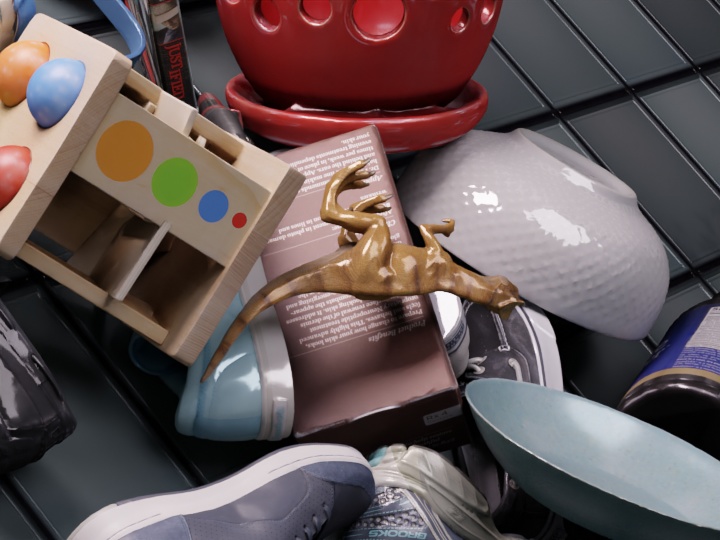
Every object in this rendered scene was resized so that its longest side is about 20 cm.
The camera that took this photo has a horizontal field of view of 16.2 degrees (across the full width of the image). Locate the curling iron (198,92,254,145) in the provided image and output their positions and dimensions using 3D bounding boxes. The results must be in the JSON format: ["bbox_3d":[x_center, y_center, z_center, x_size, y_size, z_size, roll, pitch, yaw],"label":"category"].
[{"bbox_3d":[-0.081,-0.086,1.578,0.050,0.026,0.200,49,-2,-9],"label":"curling iron"}]

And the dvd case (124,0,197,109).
[{"bbox_3d":[-0.129,-0.159,1.573,0.022,0.200,0.146,-16,52,-6],"label":"dvd case"}]

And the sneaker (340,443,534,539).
[{"bbox_3d":[0.065,0.192,1.465,0.200,0.078,0.086,39,58,-15],"label":"sneaker"}]

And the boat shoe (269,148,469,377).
[{"bbox_3d":[0.000,0.000,1.616,0.200,0.071,0.070,40,-15,32],"label":"boat shoe"}]

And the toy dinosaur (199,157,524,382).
[{"bbox_3d":[0.000,-0.003,1.437,0.199,0.060,0.106,-4,56,-17],"label":"toy dinosaur"}]

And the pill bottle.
[{"bbox_3d":[0.246,0.086,1.724,0.112,0.112,0.200,42,32,1],"label":"pill bottle"}]

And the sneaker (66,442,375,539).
[{"bbox_3d":[-0.040,0.173,1.339,0.202,0.077,0.146,-16,51,-41],"label":"sneaker"}]

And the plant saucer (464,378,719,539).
[{"bbox_3d":[0.147,0.122,1.475,0.200,0.039,0.201,20,12,-4],"label":"plant saucer"}]

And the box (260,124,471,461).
[{"bbox_3d":[-0.007,0.020,1.519,0.075,0.100,0.200,71,3,-55],"label":"box"}]

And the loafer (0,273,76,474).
[{"bbox_3d":[-0.222,0.017,1.352,0.070,0.068,0.201,-22,74,-40],"label":"loafer"}]

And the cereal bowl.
[{"bbox_3d":[0.126,-0.038,1.710,0.200,0.083,0.200,28,11,-6],"label":"cereal bowl"}]

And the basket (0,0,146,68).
[{"bbox_3d":[-0.242,-0.166,1.488,0.200,0.139,0.176,-24,69,-46],"label":"basket"}]

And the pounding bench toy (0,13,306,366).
[{"bbox_3d":[-0.161,-0.060,1.433,0.156,0.124,0.200,33,-2,-31],"label":"pounding bench toy"}]

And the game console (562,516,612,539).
[{"bbox_3d":[0.228,0.172,1.543,0.176,0.116,0.200,54,13,4],"label":"game console"}]

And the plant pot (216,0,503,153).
[{"bbox_3d":[-0.002,-0.179,1.668,0.200,0.183,0.200,2,16,-1],"label":"plant pot"}]

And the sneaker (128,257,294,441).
[{"bbox_3d":[-0.099,0.022,1.481,0.082,0.074,0.200,-2,36,-18],"label":"sneaker"}]

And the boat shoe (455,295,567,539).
[{"bbox_3d":[0.083,0.084,1.602,0.068,0.072,0.200,20,45,-32],"label":"boat shoe"}]
